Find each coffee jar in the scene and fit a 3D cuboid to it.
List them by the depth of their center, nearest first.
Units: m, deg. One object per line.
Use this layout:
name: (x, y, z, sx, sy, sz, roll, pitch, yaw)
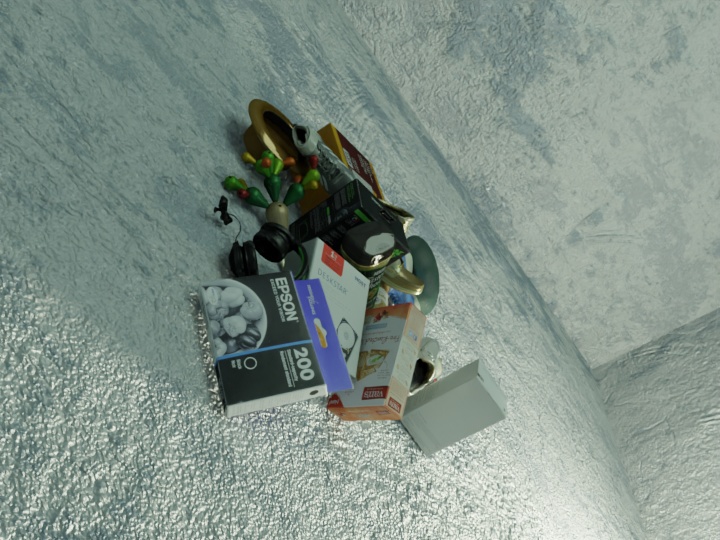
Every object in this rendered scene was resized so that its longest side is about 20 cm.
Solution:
coffee jar: (0.000, 0.000, 1.295, 0.104, 0.201, 0.085, -26, 58, -36)

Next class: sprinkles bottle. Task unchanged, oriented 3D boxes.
sprinkles bottle: (0.027, 0.088, 1.436, 0.068, 0.068, 0.201, 49, 23, -23)

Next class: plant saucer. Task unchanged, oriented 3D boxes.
plant saucer: (0.129, 0.015, 1.656, 0.038, 0.202, 0.203, -7, 61, -26)

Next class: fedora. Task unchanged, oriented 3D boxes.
fedora: (-0.188, -0.267, 1.409, 0.201, 0.081, 0.202, 46, 25, -29)

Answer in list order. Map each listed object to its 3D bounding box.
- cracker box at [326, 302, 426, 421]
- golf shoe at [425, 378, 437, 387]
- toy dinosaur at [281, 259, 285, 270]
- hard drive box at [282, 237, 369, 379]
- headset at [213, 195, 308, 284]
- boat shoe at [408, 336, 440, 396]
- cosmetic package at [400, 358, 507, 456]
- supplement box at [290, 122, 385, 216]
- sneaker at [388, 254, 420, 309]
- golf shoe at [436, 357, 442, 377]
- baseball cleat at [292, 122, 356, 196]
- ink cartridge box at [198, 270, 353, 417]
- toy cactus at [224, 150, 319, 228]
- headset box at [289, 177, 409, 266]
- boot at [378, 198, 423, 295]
cracker box: (0.030, 0.161, 1.162, 0.058, 0.133, 0.202, 42, 51, -35)
golf shoe: (0.101, 0.195, 1.452, 0.201, 0.077, 0.088, 57, 29, -4)
toy dinosaur: (-0.107, 0.047, 1.232, 0.201, 0.047, 0.088, 56, 15, -2)
hard drive box: (-0.070, 0.073, 1.149, 0.156, 0.076, 0.202, 38, 46, -38)
headset: (-0.171, -0.042, 1.096, 0.200, 0.123, 0.095, 41, -31, 28)
boat shoe: (0.115, 0.187, 1.250, 0.200, 0.069, 0.072, -40, 111, -51)
cosmetic package: (0.191, 0.283, 1.358, 0.113, 0.199, 0.081, 54, 22, -10)
supplement box: (-0.047, -0.191, 1.537, 0.200, 0.132, 0.199, 35, 31, -52)
sneaker: (0.078, 0.055, 1.596, 0.110, 0.076, 0.203, -8, 94, -32)
golf shoe: (0.103, 0.203, 1.347, 0.199, 0.078, 0.098, 33, 48, -44)
baseball cleat: (-0.081, -0.221, 1.360, 0.200, 0.070, 0.106, 49, 9, 17)
ink cartridge box: (-0.123, 0.097, 0.973, 0.198, 0.044, 0.200, -8, 61, -23)
toy cactus: (-0.158, -0.148, 1.271, 0.198, 0.102, 0.167, -13, 99, -40)
headset box: (-0.018, -0.069, 1.363, 0.174, 0.199, 0.093, 41, 27, -39)
boot: (0.083, -0.051, 1.469, 0.199, 0.156, 0.072, 33, 21, 0)
